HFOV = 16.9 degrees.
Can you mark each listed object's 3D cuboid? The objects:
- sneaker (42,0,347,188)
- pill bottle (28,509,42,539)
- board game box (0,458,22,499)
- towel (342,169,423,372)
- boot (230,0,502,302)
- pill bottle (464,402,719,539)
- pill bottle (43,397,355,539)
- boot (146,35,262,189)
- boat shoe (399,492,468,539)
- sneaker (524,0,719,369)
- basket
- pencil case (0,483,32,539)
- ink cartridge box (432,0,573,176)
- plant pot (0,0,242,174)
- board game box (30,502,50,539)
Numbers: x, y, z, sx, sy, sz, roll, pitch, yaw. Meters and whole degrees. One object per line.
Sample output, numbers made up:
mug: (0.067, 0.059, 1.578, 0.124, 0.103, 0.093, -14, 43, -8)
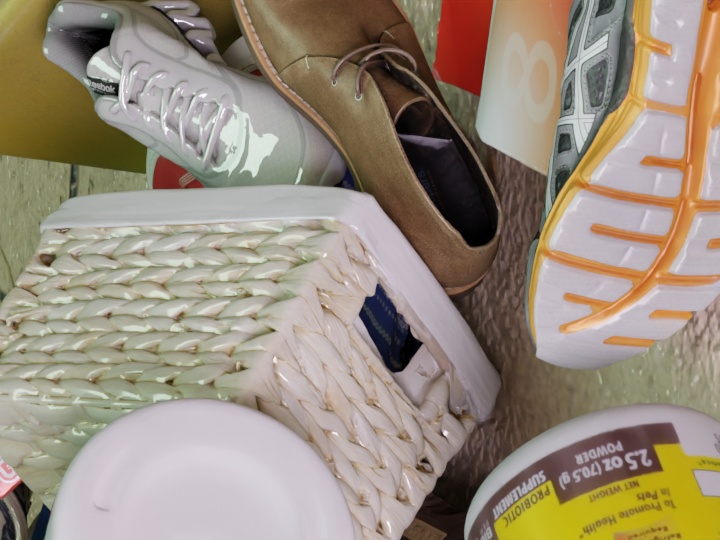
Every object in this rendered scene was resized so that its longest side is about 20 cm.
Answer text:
sneaker: (-0.081, -0.076, 1.150, 0.200, 0.081, 0.075, 36, 107, 44)
pill bottle: (-0.121, 0.214, 1.362, 0.200, 0.113, 0.114, -123, 40, -51)
board game box: (-0.141, 0.046, 1.295, 0.046, 0.151, 0.200, 48, 179, -2)
towel: (0.000, 0.000, 1.197, 0.145, 0.024, 0.201, -127, 42, -55)
boot: (0.007, -0.086, 1.064, 0.201, 0.073, 0.075, 60, 164, 9)
pill bottle: (0.112, 0.153, 0.838, 0.109, 0.109, 0.201, 116, 145, -44)
pill bottle: (-0.079, 0.147, 0.991, 0.200, 0.119, 0.120, 116, 146, -57)
boot: (-0.062, -0.020, 1.252, 0.200, 0.072, 0.145, 137, 132, -63)
boat shoe: (0.048, 0.148, 1.056, 0.202, 0.075, 0.075, 35, 157, 54)
sneaker: (0.105, -0.058, 0.904, 0.077, 0.078, 0.201, 46, 122, 59)
basket: (-0.063, 0.052, 1.081, 0.199, 0.136, 0.124, 1, 49, 42)
pencil case: (-0.221, 0.135, 1.348, 0.200, 0.077, 0.090, -148, 55, -82)
ink cartridge box: (0.066, -0.138, 1.015, 0.200, 0.050, 0.163, 32, 119, 59)
plant pot: (-0.128, -0.186, 1.302, 0.176, 0.199, 0.201, -41, 52, 45)
board game box: (-0.120, 0.180, 1.268, 0.153, 0.040, 0.201, -10, 51, 36)
